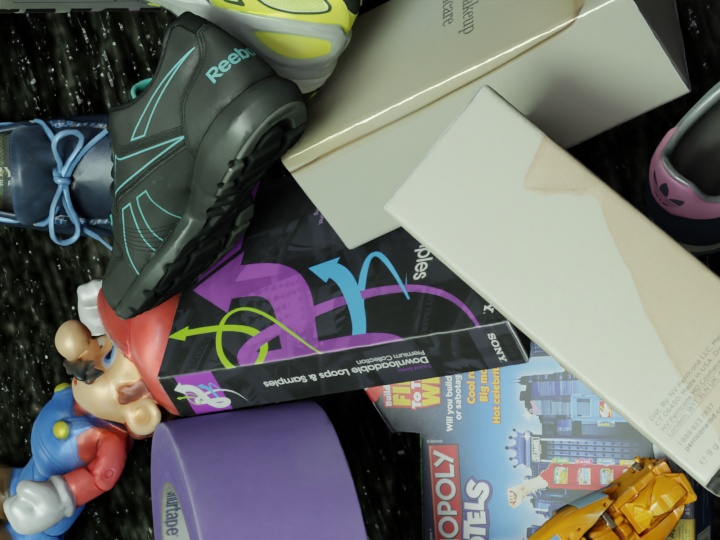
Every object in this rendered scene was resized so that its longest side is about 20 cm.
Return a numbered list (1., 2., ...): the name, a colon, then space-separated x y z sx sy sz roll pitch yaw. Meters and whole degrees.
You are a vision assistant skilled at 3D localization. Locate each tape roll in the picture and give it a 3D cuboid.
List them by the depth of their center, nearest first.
1. tape roll: -0.051 0.172 1.249 0.084 0.200 0.201 -8 93 -13

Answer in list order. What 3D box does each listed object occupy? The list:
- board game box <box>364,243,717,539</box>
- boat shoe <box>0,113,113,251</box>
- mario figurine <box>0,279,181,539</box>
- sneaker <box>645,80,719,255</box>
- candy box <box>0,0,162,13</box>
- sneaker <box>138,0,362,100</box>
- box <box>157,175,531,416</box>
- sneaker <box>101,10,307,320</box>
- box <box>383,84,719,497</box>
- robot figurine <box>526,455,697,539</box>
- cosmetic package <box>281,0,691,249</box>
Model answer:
1. board game box: 0.087 0.080 1.266 0.199 0.062 0.201 1 96 22
2. boat shoe: -0.181 -0.047 1.353 0.199 0.069 0.085 -6 93 22
3. mario figurine: -0.164 0.075 1.335 0.200 0.106 0.124 -51 60 25
4. sneaker: 0.219 -0.089 1.163 0.070 0.082 0.200 43 88 18
5. candy box: -0.201 -0.178 1.277 0.136 0.200 0.061 14 100 20
6. sneaker: -0.085 -0.170 1.189 0.199 0.076 0.076 34 120 -12
7. box: 0.000 0.000 1.257 0.199 0.143 0.036 -9 133 21
8. sneaker: -0.092 -0.051 1.211 0.079 0.075 0.200 47 137 10
9. box: 0.114 0.011 1.112 0.200 0.095 0.078 41 94 16
10. robot figurine: 0.099 0.190 1.165 0.200 0.058 0.145 -40 99 -13
11. cosmetic package: 0.062 -0.102 1.223 0.199 0.104 0.073 -26 125 19
